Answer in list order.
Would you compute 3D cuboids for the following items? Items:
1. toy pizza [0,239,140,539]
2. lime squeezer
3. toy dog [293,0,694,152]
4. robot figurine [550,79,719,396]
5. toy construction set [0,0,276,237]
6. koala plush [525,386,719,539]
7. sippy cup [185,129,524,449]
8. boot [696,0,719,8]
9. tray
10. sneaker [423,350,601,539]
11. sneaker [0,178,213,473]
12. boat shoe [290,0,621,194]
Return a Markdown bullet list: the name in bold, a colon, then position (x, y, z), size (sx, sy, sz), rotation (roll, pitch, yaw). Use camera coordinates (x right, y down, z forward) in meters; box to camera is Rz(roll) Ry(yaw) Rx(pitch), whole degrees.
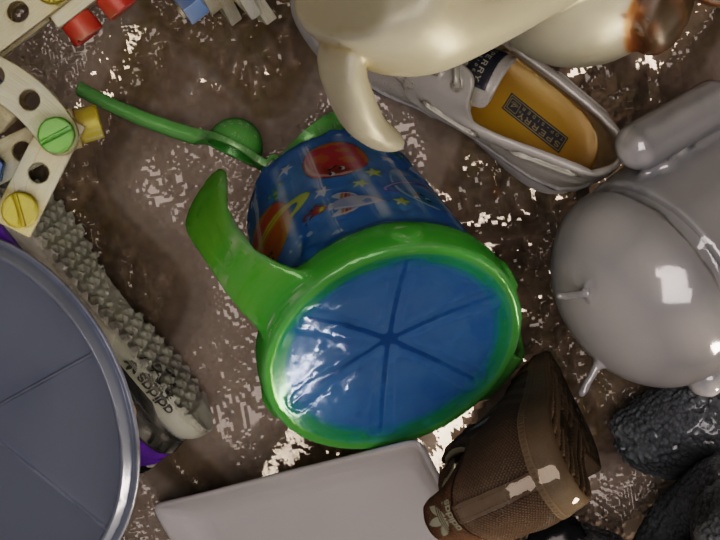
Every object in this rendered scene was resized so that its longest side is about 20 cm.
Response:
- **toy pizza**: position (-0.195, 0.074, 0.799), size (0.199, 0.032, 0.201), rotation (8, 108, 25)
- **lime squeezer**: position (-0.054, -0.086, 0.829), size (0.199, 0.038, 0.071), rotation (-10, 100, 0)
- **toy dog**: position (0.072, -0.149, 0.695), size (0.199, 0.139, 0.195), rotation (0, 92, -45)
- **robot figurine**: position (0.180, -0.016, 0.795), size (0.200, 0.113, 0.170), rotation (-36, 118, -20)
- **toy construction set**: position (-0.136, -0.124, 0.765), size (0.200, 0.092, 0.131), rotation (-40, 98, -17)
- **koala plush**: position (0.145, 0.188, 0.824), size (0.199, 0.177, 0.185), rotation (-19, 110, -3)
- **sippy cup**: position (0.000, 0.000, 0.788), size (0.139, 0.131, 0.178), rotation (-24, 133, 1)
- **boot**: position (0.177, -0.228, 0.753), size (0.076, 0.155, 0.201), rotation (-12, 101, -1)
- **tray**: position (-0.018, 0.152, 0.835), size (0.199, 0.022, 0.108), rotation (-19, 107, 36)
- **sneaker**: position (0.074, 0.089, 0.768), size (0.075, 0.200, 0.071), rotation (-24, 87, 10)
- **sneaker**: position (-0.177, 0.036, 0.830), size (0.099, 0.070, 0.200), rotation (-35, 98, 10)
- **boat shoe**: position (0.056, -0.106, 0.800), size (0.200, 0.070, 0.071), rotation (35, 79, -14)
